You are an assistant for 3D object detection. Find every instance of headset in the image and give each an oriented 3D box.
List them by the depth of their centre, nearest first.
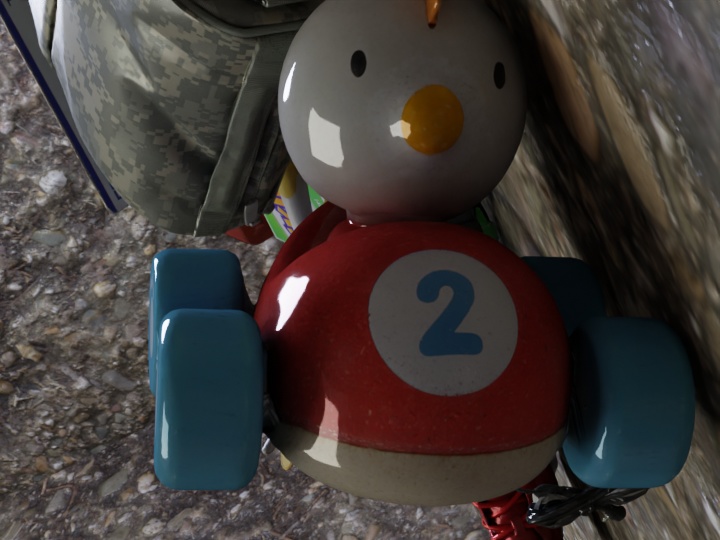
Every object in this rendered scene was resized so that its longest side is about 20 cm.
[{"bbox_3d":[0.087,0.044,0.715,0.124,0.093,0.201,60,-163,-45],"label":"headset"}]

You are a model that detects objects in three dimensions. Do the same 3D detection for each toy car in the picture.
[{"bbox_3d":[0.017,-0.034,0.504,0.177,0.183,0.202,-124,36,-73],"label":"toy car"}]

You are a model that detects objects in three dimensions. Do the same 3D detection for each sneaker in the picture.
[{"bbox_3d":[0.106,0.155,0.943,0.200,0.078,0.116,45,-153,-52],"label":"sneaker"}]

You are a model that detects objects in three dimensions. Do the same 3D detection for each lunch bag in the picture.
[{"bbox_3d":[-0.074,-0.126,0.634,0.200,0.138,0.169,122,136,-61],"label":"lunch bag"}]

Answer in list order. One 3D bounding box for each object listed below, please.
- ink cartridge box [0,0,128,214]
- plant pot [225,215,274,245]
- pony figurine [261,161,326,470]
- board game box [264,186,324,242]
[{"bbox_3d":[-0.103,-0.164,0.791,0.201,0.199,0.041,65,174,-25],"label":"ink cartridge box"},{"bbox_3d":[-0.104,-0.144,1.308,0.176,0.199,0.201,51,170,45],"label":"plant pot"},{"bbox_3d":[0.000,0.000,0.824,0.193,0.165,0.202,-31,-50,-53],"label":"pony figurine"},{"bbox_3d":[-0.028,-0.043,1.037,0.200,0.030,0.096,29,151,49],"label":"board game box"}]
